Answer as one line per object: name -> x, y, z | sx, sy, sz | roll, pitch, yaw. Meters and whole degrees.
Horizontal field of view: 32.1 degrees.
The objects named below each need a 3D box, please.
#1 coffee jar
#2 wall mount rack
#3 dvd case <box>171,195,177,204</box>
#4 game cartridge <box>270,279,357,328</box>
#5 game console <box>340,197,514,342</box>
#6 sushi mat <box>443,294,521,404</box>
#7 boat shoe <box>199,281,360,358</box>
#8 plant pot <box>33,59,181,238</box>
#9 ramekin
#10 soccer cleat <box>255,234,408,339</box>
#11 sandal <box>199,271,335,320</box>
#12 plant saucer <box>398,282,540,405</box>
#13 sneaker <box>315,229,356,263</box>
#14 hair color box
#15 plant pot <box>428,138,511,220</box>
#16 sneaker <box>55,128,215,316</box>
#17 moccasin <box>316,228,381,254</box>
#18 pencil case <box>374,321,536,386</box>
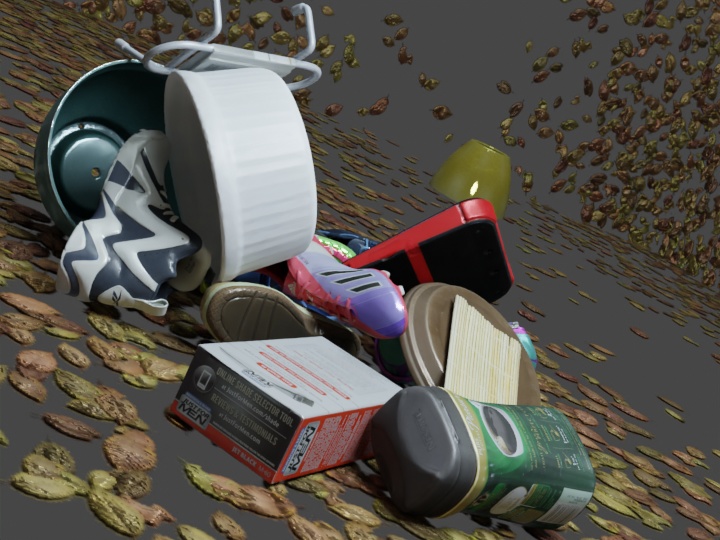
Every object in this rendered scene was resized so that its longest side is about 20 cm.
coffee jar -> 0.102, 0.159, 1.051 | 0.199, 0.085, 0.105 | 16, 39, -41
wall mount rack -> -0.143, -0.217, 1.227 | 0.199, 0.075, 0.173 | 3, -16, -42
dvd case -> -0.190, -0.093, 1.446 | 0.148, 0.016, 0.200 | 17, 26, -52
game cartridge -> -0.076, 0.010, 1.481 | 0.129, 0.039, 0.200 | 7, 22, -46
game console -> 0.074, 0.006, 1.341 | 0.200, 0.175, 0.031 | 61, 6, -60
sushi mat -> 0.119, 0.114, 1.220 | 0.095, 0.012, 0.201 | 36, 36, -18
boat shoe -> -0.088, 0.051, 1.199 | 0.199, 0.072, 0.076 | 30, 6, -47
plant pot -> -0.253, -0.106, 1.291 | 0.199, 0.203, 0.134 | 17, -12, -34
ramekin -> -0.113, -0.094, 1.176 | 0.097, 0.203, 0.200 | -12, 26, -18
soccer cleat -> -0.030, 0.019, 1.206 | 0.076, 0.067, 0.200 | -16, 31, -31
sandal -> -0.105, 0.002, 1.326 | 0.198, 0.088, 0.080 | 23, 13, -2
plant saucer -> 0.118, 0.095, 1.279 | 0.199, 0.029, 0.201 | 32, 37, -28
sneaker -> -0.093, -0.035, 1.396 | 0.199, 0.077, 0.084 | 38, -12, -7
hair color box -> -0.051, 0.109, 1.029 | 0.110, 0.064, 0.199 | 31, 12, 24
plant pot -> 0.281, -0.228, 2.980 | 0.198, 0.143, 0.200 | 24, 11, -5
sneaker -> -0.185, -0.038, 1.160 | 0.128, 0.080, 0.200 | 23, 45, -2
moccasin -> 0.000, 0.000, 1.463 | 0.068, 0.081, 0.199 | 11, 4, -40
pencil case -> 0.107, 0.088, 1.377 | 0.199, 0.093, 0.085 | 11, 18, -48
